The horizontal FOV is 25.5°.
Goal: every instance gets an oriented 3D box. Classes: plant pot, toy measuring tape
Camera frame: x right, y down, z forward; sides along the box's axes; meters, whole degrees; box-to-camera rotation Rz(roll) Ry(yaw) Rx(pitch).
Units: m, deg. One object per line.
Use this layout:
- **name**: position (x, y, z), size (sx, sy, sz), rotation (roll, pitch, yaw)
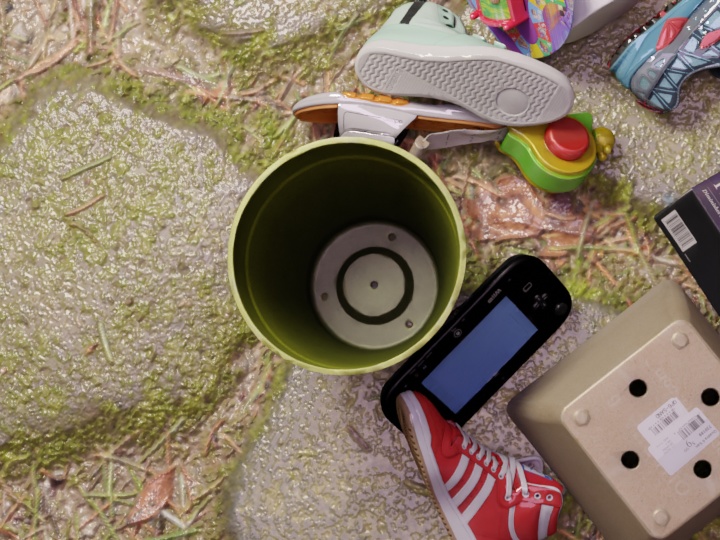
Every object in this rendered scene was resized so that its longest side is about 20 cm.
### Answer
- **plant pot**: position (0.261, 0.135, 1.383), size (0.200, 0.177, 0.200), rotation (-38, 82, 1)
- **plant pot**: position (0.000, 0.000, 1.408), size (0.200, 0.193, 0.201), rotation (-1, 82, 7)
- **toy measuring tape**: position (0.146, -0.101, 1.449), size (0.200, 0.074, 0.074), rotation (-9, 84, -20)

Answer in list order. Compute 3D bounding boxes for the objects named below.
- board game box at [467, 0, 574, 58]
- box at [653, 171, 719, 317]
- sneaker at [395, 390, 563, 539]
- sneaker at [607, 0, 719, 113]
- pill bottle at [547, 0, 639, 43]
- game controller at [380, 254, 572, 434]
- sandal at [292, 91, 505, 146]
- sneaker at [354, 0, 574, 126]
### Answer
- **board game box**: position (0.109, -0.273, 1.442), size (0.039, 0.158, 0.200), rotation (-33, 82, -23)
- **box**: position (0.380, -0.007, 1.409), size (0.141, 0.079, 0.200), rotation (-29, 82, -26)
- **sneaker**: position (0.111, 0.174, 1.423), size (0.112, 0.071, 0.200), rotation (-24, 115, 1)
- **sneaker**: position (0.330, -0.222, 1.467), size (0.200, 0.079, 0.096), rotation (-38, 92, 10)
- **pill bottle**: position (0.175, -0.318, 1.463), size (0.114, 0.114, 0.200), rotation (-30, 83, 2)
- **game controller**: position (0.105, 0.074, 1.447), size (0.200, 0.104, 0.042), rotation (-46, 51, 0)
- **sandal**: position (0.036, -0.126, 1.477), size (0.206, 0.079, 0.059), rotation (5, 83, 4)
- **sneaker**: position (0.106, -0.201, 1.456), size (0.200, 0.118, 0.074), rotation (14, 131, 11)
